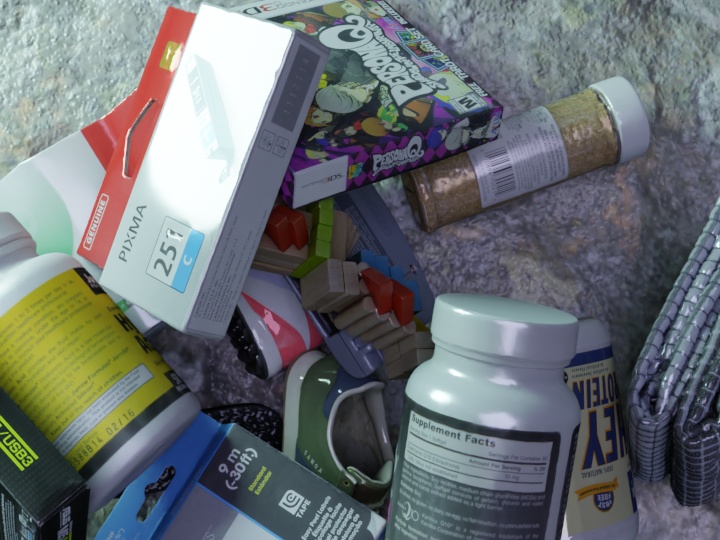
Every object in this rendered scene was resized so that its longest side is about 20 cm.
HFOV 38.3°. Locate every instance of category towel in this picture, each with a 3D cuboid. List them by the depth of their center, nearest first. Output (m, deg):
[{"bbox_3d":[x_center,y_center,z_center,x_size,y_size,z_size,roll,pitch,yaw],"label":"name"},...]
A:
[{"bbox_3d":[0.277,0.066,0.787,0.085,0.166,0.202,24,74,27],"label":"towel"}]

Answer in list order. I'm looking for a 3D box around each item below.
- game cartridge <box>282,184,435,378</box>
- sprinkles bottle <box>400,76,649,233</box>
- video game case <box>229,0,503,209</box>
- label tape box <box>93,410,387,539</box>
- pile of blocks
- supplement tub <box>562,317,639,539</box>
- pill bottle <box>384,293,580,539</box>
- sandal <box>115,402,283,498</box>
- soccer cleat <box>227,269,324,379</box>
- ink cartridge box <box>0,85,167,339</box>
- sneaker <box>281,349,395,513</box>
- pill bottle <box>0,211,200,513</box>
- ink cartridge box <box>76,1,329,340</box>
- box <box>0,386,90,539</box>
[{"bbox_3d":[-0.020,-0.028,0.801,0.040,0.133,0.202,-32,90,37],"label":"game cartridge"},{"bbox_3d":[0.132,-0.094,0.843,0.197,0.068,0.069,-20,88,-5],"label":"sprinkles bottle"},{"bbox_3d":[-0.022,-0.140,0.769,0.179,0.036,0.201,-20,51,-26],"label":"video game case"},{"bbox_3d":[-0.096,0.193,0.731,0.198,0.063,0.145,28,74,18],"label":"label tape box"},{"bbox_3d":[0.000,0.000,0.718,0.199,0.062,0.083,37,58,-14],"label":"pile of blocks"},{"bbox_3d":[0.133,0.145,0.791,0.142,0.145,0.204,-9,87,-5],"label":"supplement tub"},{"bbox_3d":[0.080,0.123,0.670,0.114,0.116,0.204,7,97,-4],"label":"pill bottle"},{"bbox_3d":[-0.158,0.140,0.823,0.196,0.048,0.077,4,85,-17],"label":"sandal"},{"bbox_3d":[-0.094,-0.017,0.830,0.072,0.068,0.203,-24,87,-25],"label":"soccer cleat"},{"bbox_3d":[-0.189,-0.029,0.787,0.199,0.050,0.162,-34,88,22],"label":"ink cartridge box"},{"bbox_3d":[-0.014,0.166,0.789,0.066,0.089,0.205,-4,94,-41],"label":"sneaker"},{"bbox_3d":[-0.215,0.060,0.730,0.111,0.111,0.200,-42,87,-5],"label":"pill bottle"},{"bbox_3d":[-0.126,-0.079,0.703,0.175,0.044,0.203,23,94,37],"label":"ink cartridge box"},{"bbox_3d":[-0.267,0.130,0.719,0.193,0.201,0.047,44,56,15],"label":"box"}]
